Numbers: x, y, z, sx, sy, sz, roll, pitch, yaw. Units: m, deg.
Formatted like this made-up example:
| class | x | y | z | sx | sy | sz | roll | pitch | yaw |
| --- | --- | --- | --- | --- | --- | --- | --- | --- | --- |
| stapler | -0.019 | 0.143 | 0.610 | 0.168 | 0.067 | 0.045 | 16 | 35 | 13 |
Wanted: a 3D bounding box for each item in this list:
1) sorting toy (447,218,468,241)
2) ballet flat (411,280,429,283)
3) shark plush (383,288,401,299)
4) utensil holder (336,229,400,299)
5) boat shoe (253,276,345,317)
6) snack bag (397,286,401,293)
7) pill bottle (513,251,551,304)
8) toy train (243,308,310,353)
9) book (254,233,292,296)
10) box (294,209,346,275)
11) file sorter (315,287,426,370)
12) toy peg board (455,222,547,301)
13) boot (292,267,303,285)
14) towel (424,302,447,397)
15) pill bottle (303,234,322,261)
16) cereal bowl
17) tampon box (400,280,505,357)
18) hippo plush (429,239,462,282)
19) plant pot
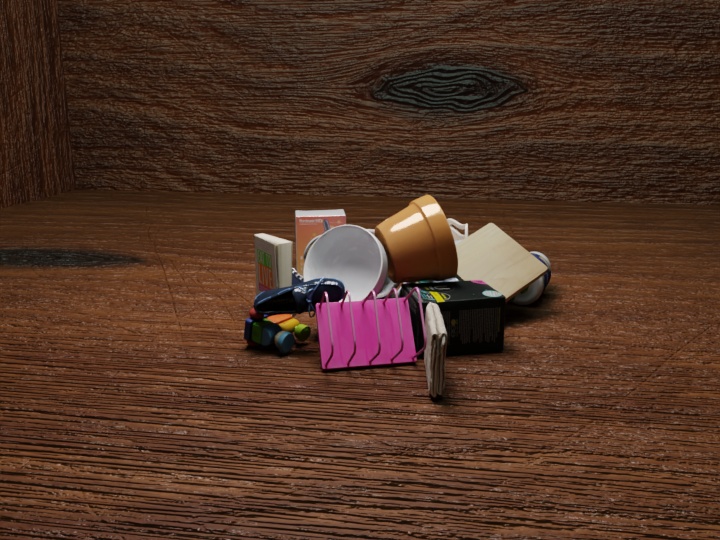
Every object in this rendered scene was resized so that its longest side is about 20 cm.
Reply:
| class | x | y | z | sx | sy | sz | roll | pitch | yaw |
| --- | --- | --- | --- | --- | --- | --- | --- | --- | --- |
| sorting toy | 0.283 | -0.056 | 2.032 | 0.106 | 0.181 | 0.200 | -6 | 16 | -21 |
| ballet flat | 0.189 | 0.080 | 1.750 | 0.067 | 0.063 | 0.200 | 16 | 15 | -32 |
| shark plush | 0.092 | 0.099 | 1.747 | 0.083 | 0.091 | 0.199 | 13 | -18 | -40 |
| utensil holder | 0.000 | 0.000 | 1.730 | 0.169 | 0.171 | 0.200 | -4 | -8 | -17 |
| boat shoe | -0.129 | 0.070 | 1.471 | 0.199 | 0.085 | 0.069 | -16 | 13 | 6 |
| snack bag | 0.147 | -0.007 | 1.852 | 0.021 | 0.189 | 0.200 | 30 | 17 | 6 |
| pill bottle | 0.459 | 0.015 | 1.890 | 0.115 | 0.116 | 0.200 | 6 | 16 | 23 |
| toy train | -0.158 | 0.123 | 1.559 | 0.115 | 0.085 | 0.200 | 21 | 24 | 30 |
| book | -0.218 | 0.018 | 1.706 | 0.048 | 0.201 | 0.133 | -10 | 17 | -33 |
| box | -0.120 | -0.076 | 2.065 | 0.151 | 0.201 | 0.106 | -2 | 15 | -5 |
| file sorter | 0.021 | 0.111 | 1.385 | 0.199 | 0.140 | 0.125 | -3 | -20 | -12 |
| toy peg board | 0.327 | 0.010 | 1.748 | 0.200 | 0.098 | 0.199 | -30 | 57 | -27 |
| boot | -0.175 | 0.030 | 1.879 | 0.199 | 0.091 | 0.073 | -14 | 20 | -43 |
| towel | 0.145 | 0.151 | 1.333 | 0.034 | 0.133 | 0.200 | 2 | 15 | 1 |
| pill bottle | -0.065 | -0.008 | 1.920 | 0.112 | 0.112 | 0.200 | -11 | 38 | -36 |
| cereal bowl | -0.024 | 0.003 | 1.552 | 0.199 | 0.201 | 0.083 | 9 | -13 | 30 |
| tampon box | 0.202 | 0.102 | 1.533 | 0.199 | 0.127 | 0.150 | -3 | 15 | -11 |
| hippo plush | 0.259 | 0.004 | 1.839 | 0.199 | 0.162 | 0.159 | -1 | 14 | -3 |
| plant pot | 0.120 | -0.057 | 1.579 | 0.139 | 0.201 | 0.200 | -19 | 18 | -10 |
